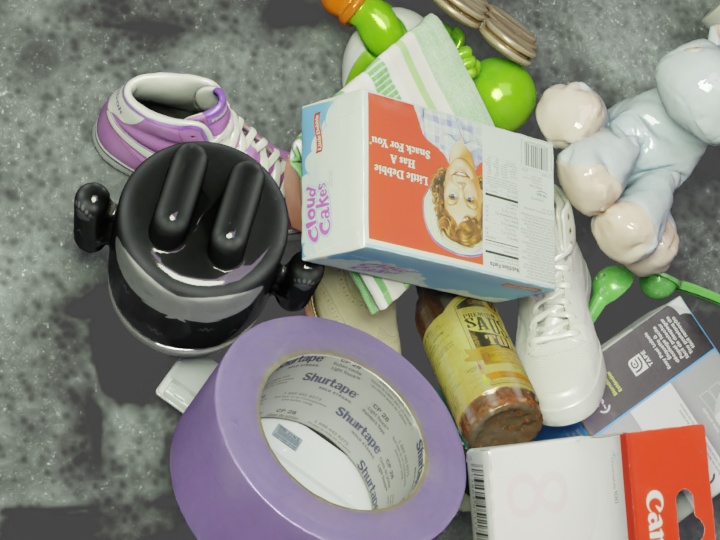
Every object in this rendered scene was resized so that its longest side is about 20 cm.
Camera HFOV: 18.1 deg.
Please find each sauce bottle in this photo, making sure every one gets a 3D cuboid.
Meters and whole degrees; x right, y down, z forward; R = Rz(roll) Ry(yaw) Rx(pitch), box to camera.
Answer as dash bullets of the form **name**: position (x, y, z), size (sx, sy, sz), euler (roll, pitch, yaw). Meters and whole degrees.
- **sauce bottle**: position (0.078, 0.050, 1.701), size (0.066, 0.066, 0.200), euler (-3, 45, -22)

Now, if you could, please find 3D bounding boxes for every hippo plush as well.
- **hippo plush**: position (0.250, -0.096, 1.754), size (0.200, 0.160, 0.160), euler (6, 59, -66)

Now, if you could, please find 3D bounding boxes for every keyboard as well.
- **keyboard**: position (-0.058, 0.130, 1.677), size (0.200, 0.011, 0.056), euler (36, 41, -2)

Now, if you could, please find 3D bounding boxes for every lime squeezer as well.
- **lime squeezer**: position (0.230, 0.025, 1.824), size (0.199, 0.038, 0.071), euler (-13, 76, -26)

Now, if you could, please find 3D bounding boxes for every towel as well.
- **towel**: position (0.036, -0.080, 1.675), size (0.200, 0.023, 0.153), euler (-43, 111, -40)

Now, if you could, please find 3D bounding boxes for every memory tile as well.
- **memory tile**: position (0.058, -0.231, 1.805), size (0.200, 0.153, 0.017), euler (36, 103, -5)

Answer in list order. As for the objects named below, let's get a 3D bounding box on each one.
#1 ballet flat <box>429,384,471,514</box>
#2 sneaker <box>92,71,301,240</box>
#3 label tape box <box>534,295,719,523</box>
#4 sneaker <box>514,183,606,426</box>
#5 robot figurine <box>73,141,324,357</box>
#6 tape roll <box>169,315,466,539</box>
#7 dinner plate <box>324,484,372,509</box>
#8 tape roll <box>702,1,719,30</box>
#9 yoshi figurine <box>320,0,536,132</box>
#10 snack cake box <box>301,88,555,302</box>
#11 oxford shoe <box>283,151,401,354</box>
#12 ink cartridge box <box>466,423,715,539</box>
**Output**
- **ballet flat**: position (0.100, 0.175, 1.698), size (0.200, 0.073, 0.073), euler (43, 62, 2)
- **sneaker**: position (-0.097, -0.087, 1.696), size (0.200, 0.114, 0.073), euler (19, 64, -15)
- **label tape box**: position (0.205, 0.134, 1.748), size (0.200, 0.066, 0.144), euler (-33, 88, -24)
- **sneaker**: position (0.137, 0.017, 1.709), size (0.073, 0.116, 0.200), euler (-14, 37, 10)
- **robot figurine**: position (-0.117, -0.017, 1.612), size (0.125, 0.200, 0.150), euler (-32, 76, -21)
- **tape roll**: position (-0.030, 0.137, 1.618), size (0.199, 0.085, 0.200), euler (19, 44, -19)
- **dinner plate**: position (-0.030, 0.246, 1.650), size (0.199, 0.024, 0.201), euler (7, 70, -19)
- **tape roll**: position (0.405, -0.228, 1.892), size (0.139, 0.203, 0.203), euler (47, 62, 1)
- **yoshi figurine**: position (0.065, -0.169, 1.794), size (0.200, 0.112, 0.112), euler (50, 55, -2)
- **snack cake box**: position (0.051, -0.050, 1.621), size (0.200, 0.067, 0.115), euler (13, 73, -42)
- **oxford shoe**: position (0.000, 0.000, 1.695), size (0.071, 0.074, 0.201), euler (-29, 108, -45)
- **ink cartridge box**: position (0.179, 0.199, 1.643), size (0.199, 0.057, 0.163), euler (-5, 89, -17)
